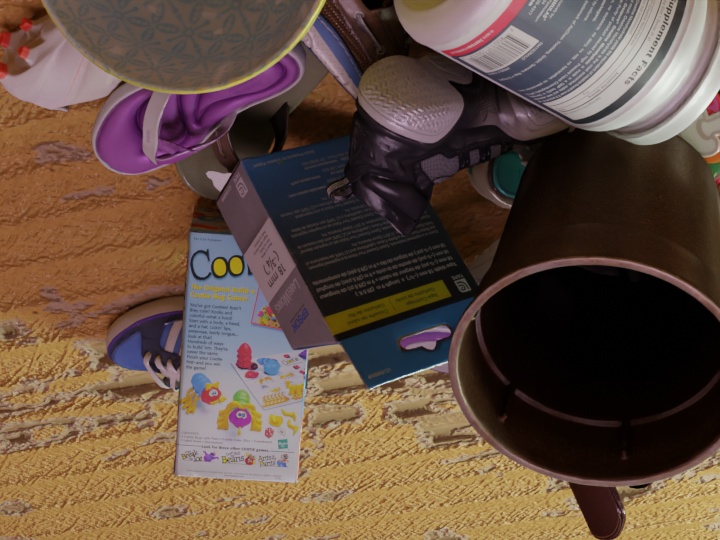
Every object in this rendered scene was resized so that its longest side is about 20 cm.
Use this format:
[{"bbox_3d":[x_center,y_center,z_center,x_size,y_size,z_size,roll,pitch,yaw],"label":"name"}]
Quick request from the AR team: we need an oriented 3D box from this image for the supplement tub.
[{"bbox_3d":[0.133,-0.176,1.110,0.199,0.142,0.140,24,140,-31],"label":"supplement tub"}]

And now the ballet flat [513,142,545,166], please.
[{"bbox_3d":[0.129,-0.110,1.287,0.199,0.068,0.063,31,147,-29],"label":"ballet flat"}]

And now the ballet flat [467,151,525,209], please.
[{"bbox_3d":[0.173,-0.059,1.367,0.198,0.070,0.070,17,143,-20],"label":"ballet flat"}]

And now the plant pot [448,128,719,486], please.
[{"bbox_3d":[0.173,0.010,1.195,0.198,0.199,0.202,7,129,8],"label":"plant pot"}]

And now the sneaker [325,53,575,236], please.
[{"bbox_3d":[0.061,-0.088,1.185,0.199,0.076,0.114,-5,136,-41],"label":"sneaker"}]

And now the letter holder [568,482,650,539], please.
[{"bbox_3d":[0.216,0.133,1.379,0.100,0.143,0.200,-21,167,-3],"label":"letter holder"}]

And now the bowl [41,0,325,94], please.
[{"bbox_3d":[-0.099,-0.211,1.066,0.198,0.202,0.108,-7,-175,11],"label":"bowl"}]

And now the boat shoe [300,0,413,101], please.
[{"bbox_3d":[0.001,-0.165,1.182,0.072,0.072,0.200,-43,131,7],"label":"boat shoe"}]

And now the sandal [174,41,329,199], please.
[{"bbox_3d":[-0.085,-0.113,1.282,0.079,0.058,0.201,14,143,-23],"label":"sandal"}]

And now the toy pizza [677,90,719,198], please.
[{"bbox_3d":[0.296,-0.107,1.224,0.198,0.032,0.202,5,117,10],"label":"toy pizza"}]

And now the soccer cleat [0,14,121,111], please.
[{"bbox_3d":[-0.177,-0.166,1.204,0.199,0.070,0.077,-20,147,39],"label":"soccer cleat"}]

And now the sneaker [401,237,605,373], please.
[{"bbox_3d":[0.102,0.024,1.367,0.198,0.100,0.075,-9,145,17],"label":"sneaker"}]

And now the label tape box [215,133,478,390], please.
[{"bbox_3d":[0.000,0.000,1.283,0.143,0.201,0.063,-16,158,-35],"label":"label tape box"}]

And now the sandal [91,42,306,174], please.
[{"bbox_3d":[-0.123,-0.111,1.219,0.082,0.050,0.202,28,138,-35],"label":"sandal"}]

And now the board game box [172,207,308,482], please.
[{"bbox_3d":[-0.095,0.059,1.405,0.104,0.103,0.202,4,103,-5],"label":"board game box"}]

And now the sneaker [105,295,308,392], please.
[{"bbox_3d":[-0.142,0.102,1.527,0.198,0.148,0.081,-10,145,15],"label":"sneaker"}]
